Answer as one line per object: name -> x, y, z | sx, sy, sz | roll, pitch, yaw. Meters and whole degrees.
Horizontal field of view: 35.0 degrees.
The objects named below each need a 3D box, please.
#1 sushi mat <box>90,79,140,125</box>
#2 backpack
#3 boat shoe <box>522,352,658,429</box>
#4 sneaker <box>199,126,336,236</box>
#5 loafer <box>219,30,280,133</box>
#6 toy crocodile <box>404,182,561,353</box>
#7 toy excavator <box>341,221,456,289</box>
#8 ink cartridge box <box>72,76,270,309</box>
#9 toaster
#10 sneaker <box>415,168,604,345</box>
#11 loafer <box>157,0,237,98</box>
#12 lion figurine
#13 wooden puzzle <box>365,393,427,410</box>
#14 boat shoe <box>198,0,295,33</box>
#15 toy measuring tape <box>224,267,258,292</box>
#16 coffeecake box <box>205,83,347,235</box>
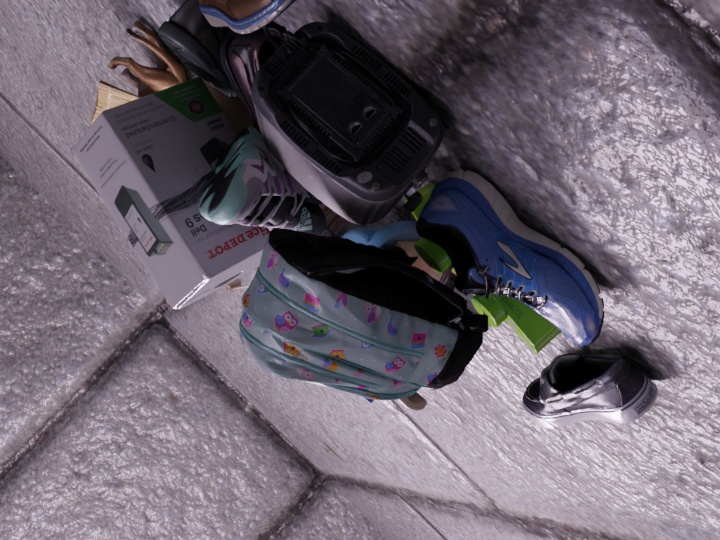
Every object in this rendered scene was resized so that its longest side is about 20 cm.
sushi mat -> -0.244, -0.178, 1.453 | 0.198, 0.012, 0.096 | 20, 147, -12
backpack -> -0.008, 0.040, 1.029 | 0.199, 0.128, 0.167 | 15, -170, -33
boat shoe -> 0.214, 0.115, 1.154 | 0.068, 0.072, 0.200 | 45, 162, -12
sneaker -> -0.077, -0.062, 1.105 | 0.140, 0.078, 0.200 | 40, -161, -13
loafer -> -0.073, -0.160, 1.172 | 0.063, 0.072, 0.201 | 15, 144, 53
toy crocodile -> 0.116, -0.003, 1.108 | 0.200, 0.068, 0.062 | 45, 171, 5
toy excavator -> 0.000, 0.000, 1.272 | 0.201, 0.099, 0.195 | 56, 132, 37
ink cartridge box -> -0.180, -0.082, 1.191 | 0.084, 0.146, 0.201 | -36, 87, 45
toaster -> -0.021, -0.130, 1.036 | 0.200, 0.114, 0.129 | 39, 166, 7
sneaker -> 0.130, 0.004, 1.029 | 0.200, 0.089, 0.079 | 40, 153, 8
loafer -> -0.153, -0.234, 1.197 | 0.072, 0.063, 0.200 | 33, 179, 7
lion figurine -> -0.257, -0.226, 1.448 | 0.122, 0.073, 0.200 | 35, 160, -2
wooden puzzle -> -0.024, 0.104, 1.414 | 0.200, 0.046, 0.185 | 39, 177, -15
boat shoe -> -0.110, -0.257, 1.004 | 0.073, 0.072, 0.199 | 52, 162, -25
toy measuring tape -> -0.121, -0.015, 1.478 | 0.199, 0.074, 0.074 | -9, 128, 51
coffeecake box -> -0.117, -0.121, 1.356 | 0.153, 0.073, 0.201 | 30, 159, 33
